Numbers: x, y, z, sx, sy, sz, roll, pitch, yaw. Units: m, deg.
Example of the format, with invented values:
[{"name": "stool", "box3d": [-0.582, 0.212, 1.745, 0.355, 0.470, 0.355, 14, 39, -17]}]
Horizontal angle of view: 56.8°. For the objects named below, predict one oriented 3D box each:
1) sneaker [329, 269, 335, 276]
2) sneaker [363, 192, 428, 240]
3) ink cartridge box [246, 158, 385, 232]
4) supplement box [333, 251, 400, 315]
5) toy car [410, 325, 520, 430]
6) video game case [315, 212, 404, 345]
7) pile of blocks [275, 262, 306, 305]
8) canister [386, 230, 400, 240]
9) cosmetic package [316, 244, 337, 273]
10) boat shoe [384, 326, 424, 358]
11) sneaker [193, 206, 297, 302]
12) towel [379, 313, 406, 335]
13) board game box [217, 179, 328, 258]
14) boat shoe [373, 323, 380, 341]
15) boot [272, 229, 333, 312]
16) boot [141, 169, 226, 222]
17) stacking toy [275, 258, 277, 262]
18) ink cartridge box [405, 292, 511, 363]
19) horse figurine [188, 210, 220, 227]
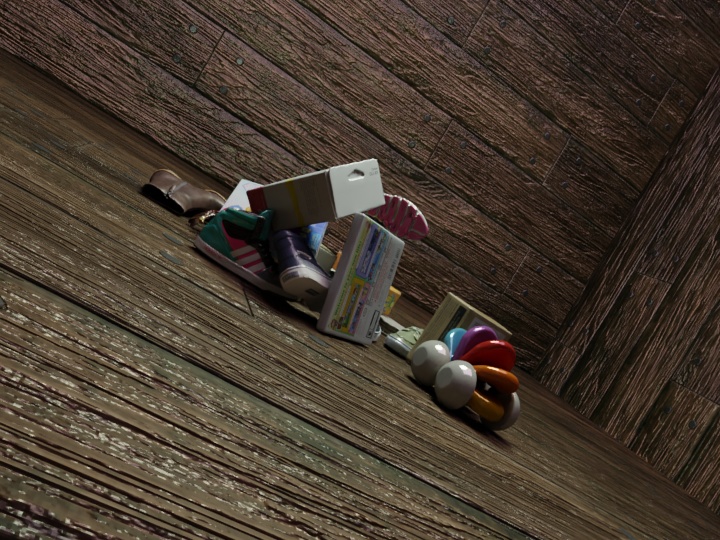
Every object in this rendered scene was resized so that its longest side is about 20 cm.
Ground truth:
[{"name": "sneaker", "box3d": [-0.092, 0.015, 1.628, 0.200, 0.076, 0.092, 44, 2, 37]}, {"name": "sneaker", "box3d": [0.068, -0.120, 1.396, 0.198, 0.075, 0.087, 29, 8, 28]}, {"name": "ink cartridge box", "box3d": [-0.077, -0.128, 1.163, 0.197, 0.085, 0.144, -6, 11, 40]}, {"name": "supplement box", "box3d": [0.007, 0.030, 1.665, 0.199, 0.067, 0.068, 35, 5, 38]}, {"name": "toy car", "box3d": [0.201, 0.173, 1.179, 0.174, 0.152, 0.200, 30, 4, -31]}, {"name": "video game case", "box3d": [0.005, 0.021, 1.156, 0.022, 0.203, 0.181, 17, -5, 29]}, {"name": "pile of blocks", "box3d": [-0.112, 0.022, 1.256, 0.199, 0.063, 0.082, 31, 3, -38]}, {"name": "canister", "box3d": [0.000, 0.000, 1.428, 0.086, 0.202, 0.149, 31, 3, 1]}, {"name": "cosmetic package", "box3d": [-0.133, -0.030, 1.491, 0.070, 0.106, 0.200, 30, 5, -28]}, {"name": "boat shoe", "box3d": [0.106, 0.150, 1.439, 0.071, 0.063, 0.200, 33, 4, 20]}, {"name": "sneaker", "box3d": [-0.167, -0.042, 1.125, 0.198, 0.122, 0.084, 32, 3, -15]}, {"name": "towel", "box3d": [0.059, 0.128, 1.599, 0.198, 0.035, 0.133, 32, 3, -7]}, {"name": "board game box", "box3d": [-0.165, -0.095, 1.283, 0.196, 0.042, 0.201, 16, 30, -3]}, {"name": "boat shoe", "box3d": [0.003, 0.088, 1.305, 0.071, 0.068, 0.200, 33, 3, 24]}, {"name": "boot", "box3d": [-0.082, 0.003, 1.122, 0.200, 0.072, 0.092, 48, 23, -65]}, {"name": "boot", "box3d": [-0.363, -0.138, 1.416, 0.198, 0.073, 0.167, 33, 15, -14]}, {"name": "stacking toy", "box3d": [-0.202, -0.070, 1.464, 0.145, 0.148, 0.200, 31, -13, -3]}, {"name": "ink cartridge box", "box3d": [0.210, 0.158, 1.394, 0.075, 0.166, 0.199, 36, 6, 42]}, {"name": "horse figurine", "box3d": [-0.237, -0.075, 1.311, 0.198, 0.050, 0.133, 30, 29, 9]}]
